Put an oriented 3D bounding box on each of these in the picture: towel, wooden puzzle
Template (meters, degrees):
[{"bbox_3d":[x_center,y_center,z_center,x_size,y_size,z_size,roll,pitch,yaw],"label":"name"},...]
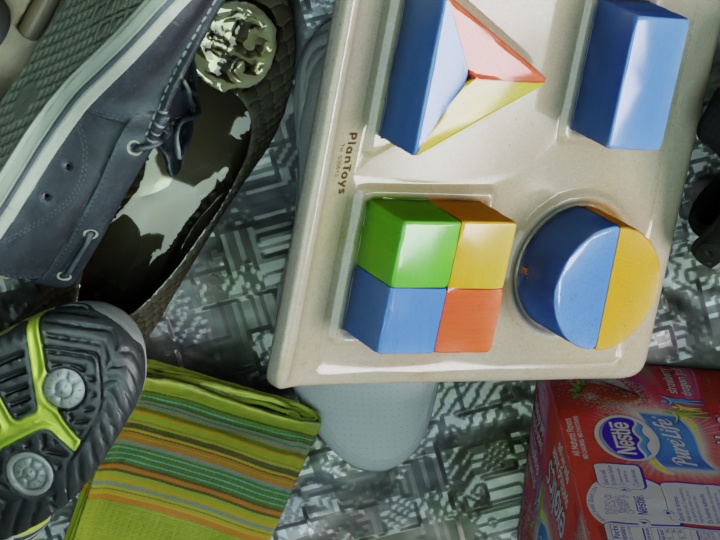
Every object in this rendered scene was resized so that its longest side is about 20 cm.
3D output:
[{"bbox_3d":[-0.087,0.128,1.167,0.086,0.018,0.200,17,121,-9],"label":"towel"},{"bbox_3d":[0.064,-0.040,1.038,0.200,0.046,0.186,-2,110,-37],"label":"wooden puzzle"}]

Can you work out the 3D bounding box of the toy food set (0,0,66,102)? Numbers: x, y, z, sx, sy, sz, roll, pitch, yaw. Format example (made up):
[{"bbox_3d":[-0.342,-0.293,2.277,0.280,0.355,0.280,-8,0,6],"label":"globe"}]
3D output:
[{"bbox_3d":[-0.157,-0.161,1.028,0.143,0.060,0.200,28,110,-14],"label":"toy food set"}]

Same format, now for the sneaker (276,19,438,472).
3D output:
[{"bbox_3d":[0.000,0.000,1.097,0.070,0.080,0.201,-4,115,-3],"label":"sneaker"}]

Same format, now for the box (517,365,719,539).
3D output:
[{"bbox_3d":[0.124,0.118,1.088,0.099,0.200,0.096,5,112,-5],"label":"box"}]

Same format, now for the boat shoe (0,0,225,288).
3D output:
[{"bbox_3d":[-0.089,-0.071,1.031,0.062,0.075,0.200,27,116,-25],"label":"boat shoe"}]

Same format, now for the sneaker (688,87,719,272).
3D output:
[{"bbox_3d":[0.181,-0.007,1.107,0.087,0.074,0.200,15,139,28],"label":"sneaker"}]

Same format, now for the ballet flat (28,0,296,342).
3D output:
[{"bbox_3d":[-0.083,-0.031,1.096,0.067,0.046,0.200,26,110,-14],"label":"ballet flat"}]

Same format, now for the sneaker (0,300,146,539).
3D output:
[{"bbox_3d":[-0.153,0.077,1.111,0.075,0.076,0.200,40,120,-5],"label":"sneaker"}]
